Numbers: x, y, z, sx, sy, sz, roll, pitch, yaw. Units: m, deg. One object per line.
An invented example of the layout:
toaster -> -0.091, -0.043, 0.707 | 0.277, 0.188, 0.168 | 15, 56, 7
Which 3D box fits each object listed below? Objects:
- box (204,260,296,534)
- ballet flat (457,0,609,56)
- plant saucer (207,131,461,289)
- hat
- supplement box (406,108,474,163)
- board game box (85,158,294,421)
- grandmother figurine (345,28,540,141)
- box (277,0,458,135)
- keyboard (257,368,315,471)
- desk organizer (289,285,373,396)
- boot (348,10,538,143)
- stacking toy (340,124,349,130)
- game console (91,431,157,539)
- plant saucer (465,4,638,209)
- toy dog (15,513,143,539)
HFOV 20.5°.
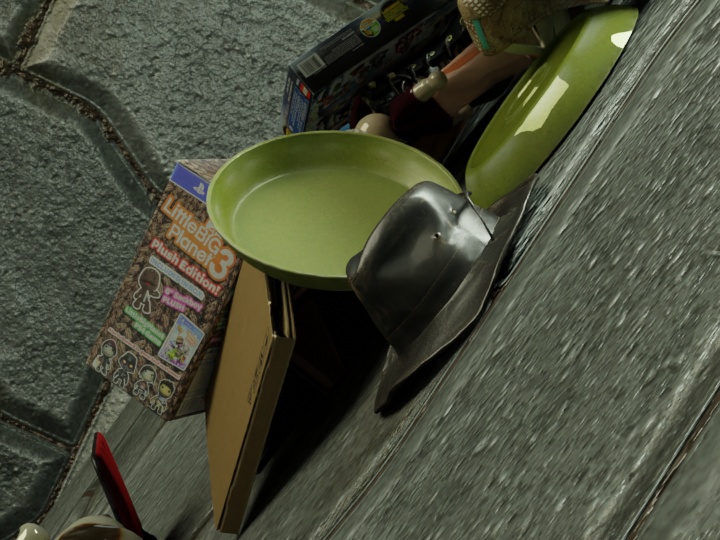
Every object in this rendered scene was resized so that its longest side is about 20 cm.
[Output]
box -> -0.090, 0.080, 1.574 | 0.164, 0.021, 0.201 | -101, 23, -53
ballet flat -> 0.149, -0.209, 1.600 | 0.070, 0.066, 0.199 | -4, 11, 46
plant saucer -> -0.019, -0.042, 1.538 | 0.200, 0.199, 0.031 | -62, -19, -52
hat -> 0.039, -0.006, 1.359 | 0.201, 0.081, 0.201 | -52, 8, 10
supplement box -> 0.059, -0.136, 1.889 | 0.200, 0.066, 0.069 | -58, -4, -36
board game box -> -0.123, 0.013, 1.715 | 0.201, 0.097, 0.159 | -63, -21, 15
grandmother figurine -> 0.067, -0.148, 1.709 | 0.199, 0.061, 0.121 | -33, -28, 10
box -> 0.017, -0.196, 1.805 | 0.200, 0.040, 0.137 | -36, -12, -17
keyboard -> -0.057, 0.082, 1.739 | 0.200, 0.040, 0.104 | -54, 10, -9
desk organizer -> 0.000, 0.000, 1.647 | 0.077, 0.072, 0.200 | -44, 12, 44
boot -> 0.076, -0.183, 1.766 | 0.153, 0.074, 0.204 | -31, -16, -25
stacking toy -> 0.040, -0.145, 2.033 | 0.116, 0.110, 0.200 | -23, 17, 47
game console -> -0.251, 0.263, 1.856 | 0.173, 0.118, 0.200 | -54, 6, -2
plant saucer -> 0.137, -0.127, 1.508 | 0.200, 0.031, 0.200 | -53, 7, 10
toy dog -> -0.250, 0.290, 1.656 | 0.200, 0.139, 0.194 | -51, 24, 19
